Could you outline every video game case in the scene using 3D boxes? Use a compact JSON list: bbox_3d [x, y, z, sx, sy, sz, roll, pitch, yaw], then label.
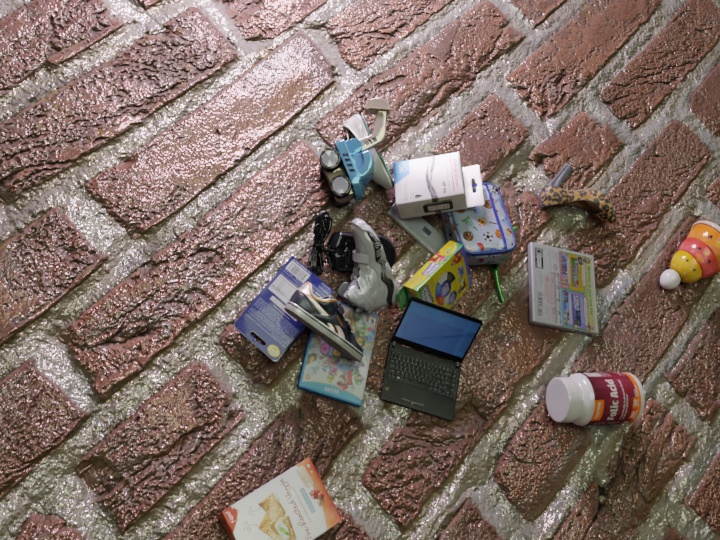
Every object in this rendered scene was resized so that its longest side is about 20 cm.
[{"bbox_3d":[-0.045,0.168,1.686,0.140,0.018,0.204,19,65,-14],"label":"video game case"},{"bbox_3d":[0.485,0.044,1.930,0.178,0.022,0.205,11,66,-16],"label":"video game case"}]

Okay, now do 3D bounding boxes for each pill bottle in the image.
[{"bbox_3d":[0.523,0.287,1.797,0.195,0.114,0.117,1,69,-20],"label":"pill bottle"}]

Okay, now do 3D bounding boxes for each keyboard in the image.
[{"bbox_3d":[0.149,-0.085,1.863,0.199,0.011,0.056,42,57,-1],"label":"keyboard"}]

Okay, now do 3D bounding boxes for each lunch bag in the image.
[{"bbox_3d":[0.273,-0.112,1.861,0.156,0.076,0.204,-5,62,-12],"label":"lunch bag"}]

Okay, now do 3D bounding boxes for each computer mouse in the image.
[{"bbox_3d":[-0.019,-0.046,1.753,0.195,0.053,0.142,10,87,-17],"label":"computer mouse"}]

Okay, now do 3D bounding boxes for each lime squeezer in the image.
[{"bbox_3d":[0.326,-0.027,1.898,0.070,0.037,0.204,37,56,-39],"label":"lime squeezer"}]

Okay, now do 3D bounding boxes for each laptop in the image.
[{"bbox_3d":[0.152,0.189,1.704,0.173,0.103,0.204,18,65,-12],"label":"laptop"}]

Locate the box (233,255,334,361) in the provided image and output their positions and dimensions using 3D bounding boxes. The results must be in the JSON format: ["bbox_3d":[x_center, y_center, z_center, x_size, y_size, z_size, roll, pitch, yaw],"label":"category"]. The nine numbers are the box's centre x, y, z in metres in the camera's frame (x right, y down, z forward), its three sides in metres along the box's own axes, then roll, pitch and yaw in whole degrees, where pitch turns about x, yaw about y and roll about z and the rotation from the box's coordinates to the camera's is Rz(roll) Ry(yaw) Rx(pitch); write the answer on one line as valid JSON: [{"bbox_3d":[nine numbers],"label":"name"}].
[{"bbox_3d":[-0.159,0.081,1.661,0.120,0.032,0.201,39,64,4],"label":"box"}]

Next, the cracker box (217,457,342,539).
[{"bbox_3d":[-0.151,0.464,1.511,0.197,0.058,0.136,-27,80,-26],"label":"cracker box"}]

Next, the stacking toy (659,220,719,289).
[{"bbox_3d":[0.843,-0.016,2.045,0.198,0.146,0.147,-37,85,-11],"label":"stacking toy"}]

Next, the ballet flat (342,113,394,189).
[{"bbox_3d":[0.012,-0.266,1.857,0.068,0.070,0.203,-17,72,-25],"label":"ballet flat"}]

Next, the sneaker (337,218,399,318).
[{"bbox_3d":[0.000,0.000,1.692,0.113,0.075,0.204,-28,106,-15],"label":"sneaker"}]

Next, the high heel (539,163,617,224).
[{"bbox_3d":[0.540,-0.152,2.005,0.200,0.071,0.143,43,69,3],"label":"high heel"}]

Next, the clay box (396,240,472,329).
[{"bbox_3d":[0.163,0.041,1.758,0.200,0.047,0.117,-43,132,-31],"label":"clay box"}]

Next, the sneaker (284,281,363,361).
[{"bbox_3d":[-0.057,0.103,1.632,0.199,0.078,0.080,40,73,-21],"label":"sneaker"}]

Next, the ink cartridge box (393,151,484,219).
[{"bbox_3d":[0.177,-0.196,1.825,0.195,0.068,0.119,-9,62,9],"label":"ink cartridge box"}]

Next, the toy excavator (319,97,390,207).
[{"bbox_3d":[0.000,-0.263,1.790,0.196,0.100,0.198,-21,80,-6],"label":"toy excavator"}]
